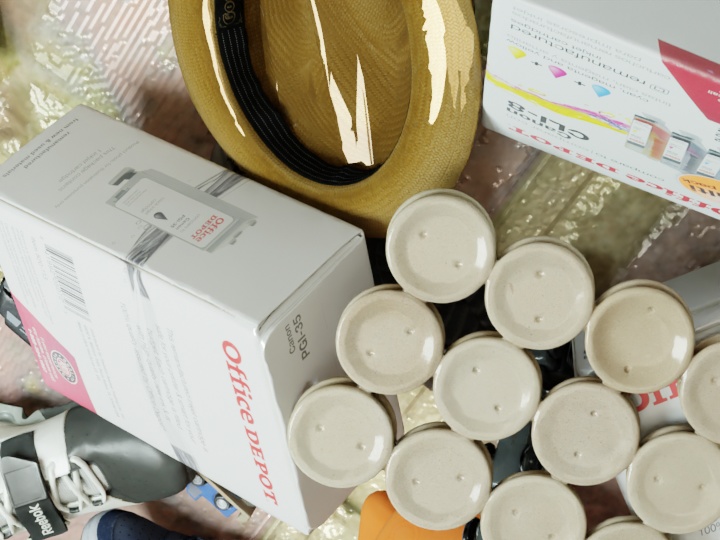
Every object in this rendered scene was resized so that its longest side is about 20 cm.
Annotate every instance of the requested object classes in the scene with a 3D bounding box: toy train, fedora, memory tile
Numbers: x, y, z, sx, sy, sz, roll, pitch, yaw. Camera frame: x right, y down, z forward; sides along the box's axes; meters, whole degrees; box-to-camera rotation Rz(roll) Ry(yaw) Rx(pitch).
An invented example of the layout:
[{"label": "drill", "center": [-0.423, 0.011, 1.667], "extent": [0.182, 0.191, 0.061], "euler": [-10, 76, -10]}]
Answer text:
[{"label": "toy train", "center": [-0.126, 0.072, 1.207], "extent": [0.200, 0.034, 0.046], "euler": [42, 125, -7]}, {"label": "fedora", "center": [-0.002, -0.119, 1.019], "extent": [0.199, 0.082, 0.202], "euler": [18, 120, 34]}, {"label": "memory tile", "center": [0.080, 0.062, 0.979], "extent": [0.199, 0.017, 0.154], "euler": [26, 107, -4]}, {"label": "toy train", "center": [0.081, 0.092, 1.062], "extent": [0.034, 0.202, 0.046], "euler": [-2, 150, 30]}]

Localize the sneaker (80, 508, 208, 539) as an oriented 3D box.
[{"label": "sneaker", "center": [-0.057, 0.185, 1.224], "extent": [0.200, 0.070, 0.108], "euler": [41, 127, -15]}]

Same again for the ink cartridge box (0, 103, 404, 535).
[{"label": "ink cartridge box", "center": [-0.083, 0.023, 1.074], "extent": [0.199, 0.083, 0.147], "euler": [25, 143, 34]}]

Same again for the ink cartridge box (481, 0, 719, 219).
[{"label": "ink cartridge box", "center": [0.141, -0.122, 0.895], "extent": [0.144, 0.200, 0.146], "euler": [22, 81, 6]}]

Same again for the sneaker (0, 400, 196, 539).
[{"label": "sneaker", "center": [-0.185, 0.122, 1.202], "extent": [0.198, 0.089, 0.074], "euler": [-3, 127, 29]}]

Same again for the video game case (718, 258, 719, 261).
[{"label": "video game case", "center": [0.249, 0.011, 1.055], "extent": [0.142, 0.017, 0.201], "euler": [28, 120, 3]}]

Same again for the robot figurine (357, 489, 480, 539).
[{"label": "robot figurine", "center": [0.076, 0.182, 1.123], "extent": [0.117, 0.199, 0.144], "euler": [-55, 137, -3]}]

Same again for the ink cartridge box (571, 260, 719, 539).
[{"label": "ink cartridge box", "center": [0.203, 0.095, 1.037], "extent": [0.145, 0.084, 0.201], "euler": [-21, 107, 10]}]

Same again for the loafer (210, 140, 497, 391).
[{"label": "loafer", "center": [0.000, 0.000, 1.114], "extent": [0.200, 0.073, 0.071], "euler": [41, 141, -4]}]
